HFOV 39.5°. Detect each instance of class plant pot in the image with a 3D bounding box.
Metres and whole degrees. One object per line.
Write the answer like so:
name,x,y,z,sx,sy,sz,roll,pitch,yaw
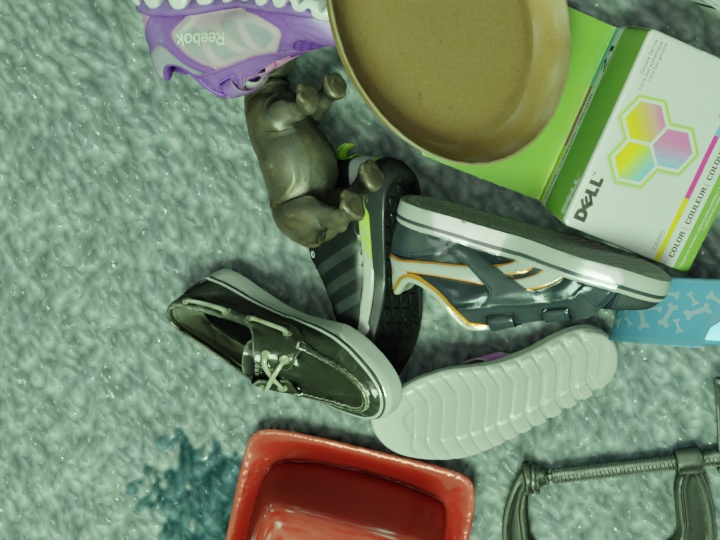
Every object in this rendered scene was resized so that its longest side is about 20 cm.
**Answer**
plant pot,0.056,-0.164,0.643,0.200,0.027,0.201,4,83,-35

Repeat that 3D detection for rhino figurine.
rhino figurine,-0.052,-0.110,0.744,0.087,0.060,0.200,-34,71,42

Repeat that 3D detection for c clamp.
c clamp,0.208,0.183,0.818,0.199,0.027,0.171,-14,104,8

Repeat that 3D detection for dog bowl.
dog bowl,0.284,0.033,0.730,0.199,0.111,0.050,2,88,15

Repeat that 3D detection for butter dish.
butter dish,-0.022,0.252,0.795,0.199,0.148,0.200,13,103,4

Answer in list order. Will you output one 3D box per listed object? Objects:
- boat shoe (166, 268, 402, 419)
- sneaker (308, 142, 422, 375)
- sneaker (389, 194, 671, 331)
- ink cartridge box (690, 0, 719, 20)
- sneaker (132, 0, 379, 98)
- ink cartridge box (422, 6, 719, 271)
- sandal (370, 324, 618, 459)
boat shoe,-0.062,0.066,0.769,0.200,0.064,0.071,25,127,27
sneaker,0.000,0.000,0.796,0.083,0.072,0.201,13,106,34
sneaker,0.116,0.007,0.724,0.200,0.078,0.080,17,105,18
ink cartridge box,0.218,-0.254,0.683,0.200,0.039,0.100,24,105,-21
sneaker,-0.074,-0.160,0.689,0.200,0.080,0.089,12,114,30
ink cartridge box,0.166,-0.105,0.718,0.200,0.076,0.148,20,103,-11
sandal,0.106,0.096,0.802,0.202,0.050,0.083,-16,114,-3
